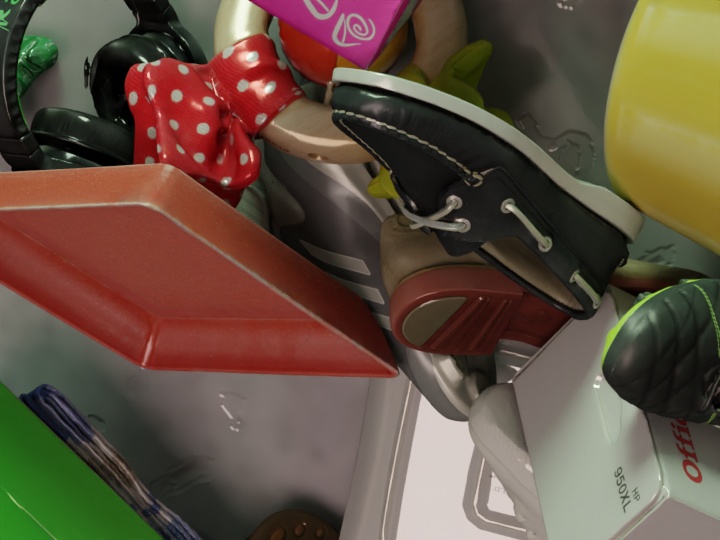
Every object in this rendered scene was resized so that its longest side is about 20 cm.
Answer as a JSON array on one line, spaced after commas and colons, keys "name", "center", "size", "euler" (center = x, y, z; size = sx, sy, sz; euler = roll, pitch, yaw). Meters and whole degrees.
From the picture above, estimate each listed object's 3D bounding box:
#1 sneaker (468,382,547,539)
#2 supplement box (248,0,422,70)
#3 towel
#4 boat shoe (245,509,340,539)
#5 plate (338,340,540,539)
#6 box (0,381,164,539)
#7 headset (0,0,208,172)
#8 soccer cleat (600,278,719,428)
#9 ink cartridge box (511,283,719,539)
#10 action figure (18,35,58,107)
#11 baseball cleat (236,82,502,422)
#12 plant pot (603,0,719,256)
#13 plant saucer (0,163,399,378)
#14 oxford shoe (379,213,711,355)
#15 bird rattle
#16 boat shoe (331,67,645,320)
[{"name": "sneaker", "center": [0.112, 0.146, 1.229], "size": [0.088, 0.075, 0.200], "euler": [-36, 110, 29]}, {"name": "supplement box", "center": [0.009, -0.190, 1.100], "size": [0.101, 0.200, 0.104], "euler": [31, 119, 1]}, {"name": "towel", "center": [-0.140, 0.152, 1.372], "size": [0.200, 0.024, 0.147], "euler": [45, 152, -5]}, {"name": "boat shoe", "center": [0.006, 0.224, 1.374], "size": [0.200, 0.072, 0.068], "euler": [45, 151, 0]}, {"name": "plate", "center": [0.091, 0.114, 1.290], "size": [0.199, 0.032, 0.201], "euler": [13, 105, 11]}, {"name": "box", "center": [-0.196, 0.174, 1.346], "size": [0.200, 0.097, 0.176], "euler": [44, 154, -5]}, {"name": "headset", "center": [-0.139, -0.077, 1.256], "size": [0.094, 0.124, 0.200], "euler": [7, 138, 43]}, {"name": "soccer cleat", "center": [0.193, 0.051, 1.104], "size": [0.081, 0.200, 0.068], "euler": [39, 109, 43]}, {"name": "ink cartridge box", "center": [0.184, 0.113, 1.176], "size": [0.200, 0.145, 0.084], "euler": [25, 124, -29]}, {"name": "action figure", "center": [-0.260, -0.096, 1.311], "size": [0.199, 0.055, 0.118], "euler": [-13, 108, 15]}, {"name": "baseball cleat", "center": [0.000, 0.000, 1.261], "size": [0.106, 0.070, 0.200], "euler": [-30, 80, 34]}, {"name": "plant pot", "center": [0.225, -0.069, 1.105], "size": [0.188, 0.201, 0.201], "euler": [18, 119, 25]}, {"name": "plant saucer", "center": [-0.106, -0.002, 1.211], "size": [0.199, 0.037, 0.200], "euler": [-1, 155, 42]}, {"name": "oxford shoe", "center": [0.103, 0.000, 1.211], "size": [0.199, 0.075, 0.071], "euler": [6, 139, -27]}, {"name": "bird rattle", "center": [-0.019, -0.099, 1.196], "size": [0.199, 0.164, 0.113], "euler": [6, 159, 13]}, {"name": "boat shoe", "center": [0.056, -0.033, 1.087], "size": [0.200, 0.076, 0.060], "euler": [27, 83, -36]}]
